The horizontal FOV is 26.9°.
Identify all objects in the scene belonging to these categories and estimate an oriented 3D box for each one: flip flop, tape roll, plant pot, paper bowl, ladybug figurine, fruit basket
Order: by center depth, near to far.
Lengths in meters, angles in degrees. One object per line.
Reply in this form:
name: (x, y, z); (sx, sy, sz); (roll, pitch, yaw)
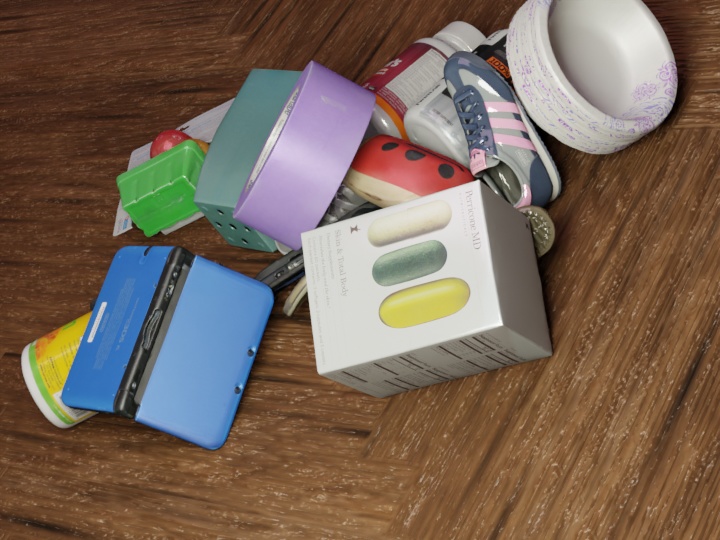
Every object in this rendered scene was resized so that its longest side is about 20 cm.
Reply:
paper bowl: (0.250, -0.226, 1.695); (0.104, 0.200, 0.201); (-33, 22, 52)
ladybug figurine: (0.061, -0.101, 1.698); (0.199, 0.135, 0.073); (27, 104, 37)
tape roll: (-0.064, -0.130, 1.709); (0.201, 0.084, 0.200); (-62, 9, 16)
flip flop: (0.000, 0.000, 1.725); (0.199, 0.058, 0.081); (-28, -9, -17)
plant pot: (-0.110, -0.131, 1.906); (0.141, 0.142, 0.201); (11, 59, 45)
fruit basket: (-0.251, -0.140, 2.068); (0.184, 0.094, 0.201); (-25, 29, 19)

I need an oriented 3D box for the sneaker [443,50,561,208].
sneaker: (0.143, -0.150, 1.672); (0.082, 0.201, 0.070); (-33, -3, -36)

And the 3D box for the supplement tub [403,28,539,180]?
supplement tub: (0.158, -0.202, 1.792); (0.200, 0.123, 0.122); (-43, 36, -14)

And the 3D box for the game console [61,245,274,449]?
game console: (-0.218, 0.086, 1.703); (0.170, 0.118, 0.202); (1, 65, 43)

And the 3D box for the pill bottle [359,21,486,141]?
pill bottle: (0.074, -0.221, 1.884); (0.200, 0.110, 0.109); (-41, 35, -25)

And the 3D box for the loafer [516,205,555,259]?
loafer: (0.128, -0.009, 1.631); (0.199, 0.077, 0.067); (-25, 0, 23)

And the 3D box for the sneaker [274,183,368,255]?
sneaker: (-0.021, -0.087, 1.826); (0.199, 0.082, 0.075); (-29, 35, 5)

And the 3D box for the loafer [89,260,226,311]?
loafer: (-0.243, 0.035, 1.872); (0.198, 0.073, 0.072); (-9, 31, 22)

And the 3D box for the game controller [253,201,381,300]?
game controller: (-0.053, -0.015, 1.751); (0.199, 0.042, 0.104); (-33, 6, 18)

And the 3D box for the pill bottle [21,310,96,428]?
pill bottle: (-0.290, 0.096, 1.786); (0.199, 0.111, 0.111); (-27, 35, 8)

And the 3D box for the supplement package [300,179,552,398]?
supplement package: (0.067, 0.023, 1.518); (0.198, 0.150, 0.153); (-16, 70, 22)
